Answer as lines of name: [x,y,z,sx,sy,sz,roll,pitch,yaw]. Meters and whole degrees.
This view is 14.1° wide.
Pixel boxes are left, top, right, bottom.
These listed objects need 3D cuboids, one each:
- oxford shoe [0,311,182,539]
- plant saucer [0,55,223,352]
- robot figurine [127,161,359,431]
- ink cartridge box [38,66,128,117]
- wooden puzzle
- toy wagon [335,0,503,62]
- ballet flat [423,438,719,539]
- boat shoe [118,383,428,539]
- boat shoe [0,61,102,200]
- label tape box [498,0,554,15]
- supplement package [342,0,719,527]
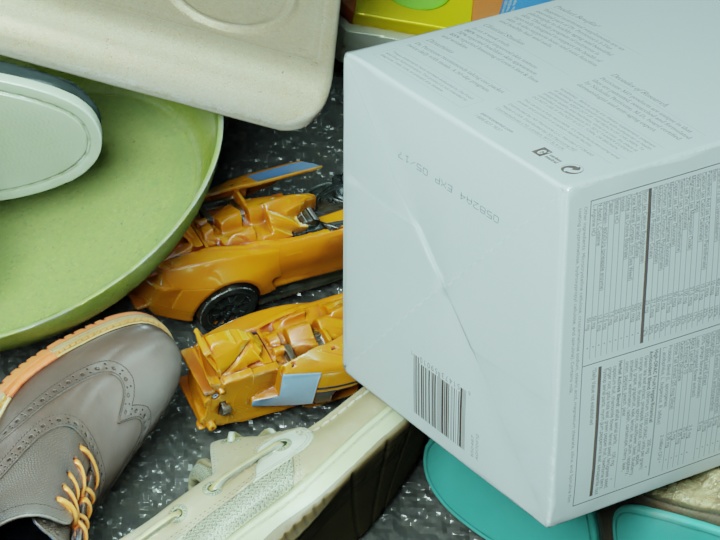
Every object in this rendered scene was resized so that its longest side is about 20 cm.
oxford shoe: [-0.127,0.095,1.178,0.073,0.071,0.200,9,48,43]
plant saucer: [-0.150,-0.030,1.280,0.200,0.031,0.200,-12,42,11]
robot figurine: [0.000,0.000,1.305,0.200,0.058,0.145,-17,53,-23]
ink cartridge box: [-0.095,-0.170,1.418,0.196,0.043,0.200,-31,62,-13]
wooden puzzle: [-0.099,-0.153,1.299,0.185,0.046,0.200,15,50,-9]
toy wagon: [0.029,-0.176,1.478,0.155,0.040,0.200,10,49,-3]
ballet flat: [0.115,0.097,1.211,0.065,0.071,0.200,-26,32,-38]
boat shoe: [-0.043,0.095,1.210,0.065,0.072,0.200,38,59,19]
boat shoe: [-0.202,-0.073,1.270,0.199,0.075,0.066,-5,39,18]
label tape box: [0.106,-0.110,1.332,0.063,0.200,0.144,-11,40,29]
supplement package: [0.115,-0.018,1.187,0.200,0.151,0.152,-16,32,-29]
